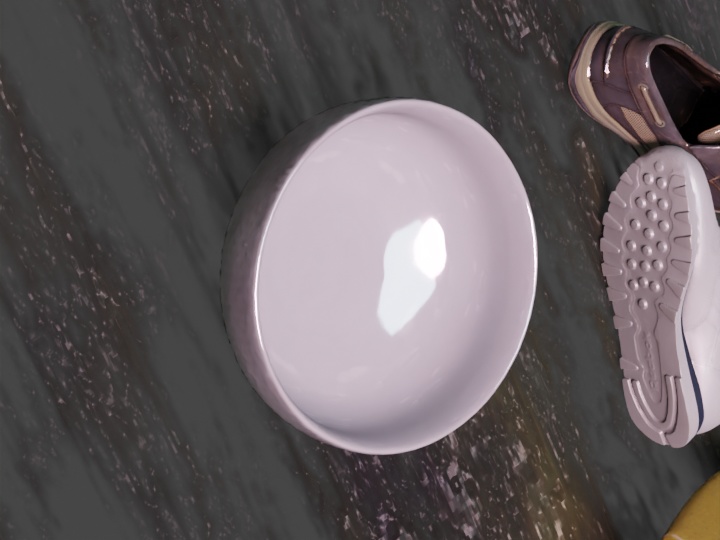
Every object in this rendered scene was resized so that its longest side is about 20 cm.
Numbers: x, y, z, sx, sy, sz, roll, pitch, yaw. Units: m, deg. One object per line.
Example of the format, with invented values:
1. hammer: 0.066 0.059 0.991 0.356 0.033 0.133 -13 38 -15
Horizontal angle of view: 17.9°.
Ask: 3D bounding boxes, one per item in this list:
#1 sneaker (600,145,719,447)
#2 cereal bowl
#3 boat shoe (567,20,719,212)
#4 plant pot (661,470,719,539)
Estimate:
1. sneaker: 0.208 0.010 1.457 0.080 0.076 0.201 -21 119 -32
2. cereal bowl: 0.000 0.000 1.291 0.199 0.083 0.201 -6 99 -37
3. boat shoe: 0.216 -0.089 1.446 0.200 0.073 0.075 29 79 -36
4. plant pot: 0.278 0.228 1.429 0.199 0.195 0.195 -1 113 -38
